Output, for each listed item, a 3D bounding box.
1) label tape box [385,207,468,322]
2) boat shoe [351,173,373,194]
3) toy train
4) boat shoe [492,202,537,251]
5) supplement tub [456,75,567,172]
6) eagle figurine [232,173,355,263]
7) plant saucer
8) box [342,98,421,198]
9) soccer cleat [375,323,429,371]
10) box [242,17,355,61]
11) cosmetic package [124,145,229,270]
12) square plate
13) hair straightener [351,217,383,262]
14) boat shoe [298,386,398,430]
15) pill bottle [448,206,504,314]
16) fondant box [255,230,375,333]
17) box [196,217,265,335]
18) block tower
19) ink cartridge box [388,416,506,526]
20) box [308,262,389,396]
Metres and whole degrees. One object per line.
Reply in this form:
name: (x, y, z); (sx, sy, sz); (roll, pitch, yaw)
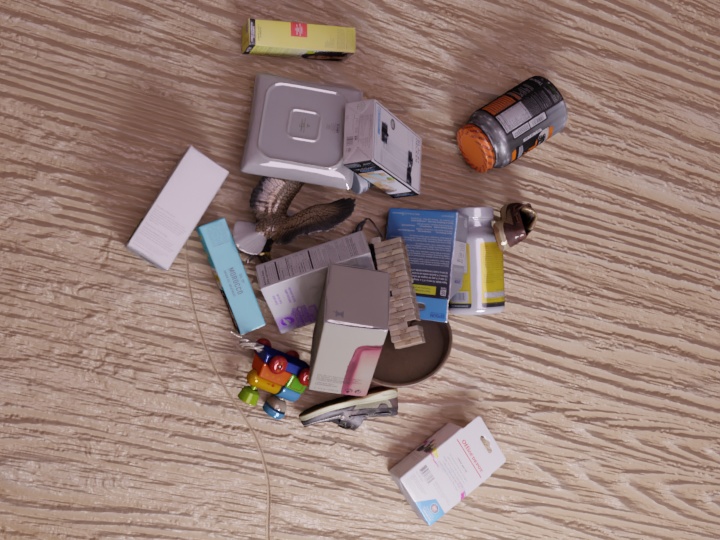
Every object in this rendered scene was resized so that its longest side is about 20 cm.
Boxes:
label tape box: (0.118, -0.012, 1.626); (0.066, 0.142, 0.203); (4, 91, -62)
boat shoe: (-0.022, -0.245, 1.613); (0.068, 0.073, 0.201); (-31, 93, -24)
toy train: (-0.182, 0.185, 1.538); (0.199, 0.085, 0.117); (28, 95, -39)
boat shoe: (0.307, -0.092, 1.666); (0.071, 0.200, 0.073); (-19, 98, 24)
supplement tub: (0.292, -0.280, 1.691); (0.199, 0.122, 0.123); (-33, 100, -15)
eagle figurine: (-0.129, -0.100, 1.540); (0.151, 0.152, 0.200); (33, 112, -32)
plant saucer: (0.072, 0.132, 1.616); (0.197, 0.030, 0.202); (-2, 54, 3)
box: (0.043, -0.216, 1.571); (0.200, 0.059, 0.118); (27, 62, -59)
soccer cleat: (0.073, 0.146, 1.659); (0.198, 0.067, 0.077); (-23, 77, -16)
box: (-0.112, -0.417, 1.581); (0.197, 0.075, 0.051); (1, 89, -17)
cosmetic package: (-0.316, -0.105, 1.499); (0.084, 0.107, 0.201); (32, 79, -15)
square plate: (-0.100, -0.251, 1.530); (0.195, 0.028, 0.203); (8, 70, -5)
hair straightener: (0.000, 0.000, 1.646); (0.076, 0.041, 0.203); (16, 81, -18)
boat shoe: (-0.016, 0.265, 1.619); (0.198, 0.073, 0.066); (-13, 89, -18)
pill bottle: (0.219, -0.019, 1.674); (0.111, 0.112, 0.203); (-2, 91, -18)
fondant box: (-0.070, 0.023, 1.538); (0.198, 0.145, 0.059); (-17, 52, 0)
box: (-0.230, 0.009, 1.541); (0.049, 0.082, 0.202); (-22, 97, -13)
block tower: (0.069, 0.036, 1.577); (0.057, 0.054, 0.203); (-14, 80, 12)
ink cartridge box: (0.169, 0.378, 1.684); (0.199, 0.068, 0.116); (-35, 101, -14)
box: (-0.021, 0.104, 1.489); (0.107, 0.201, 0.129); (9, 49, -6)
